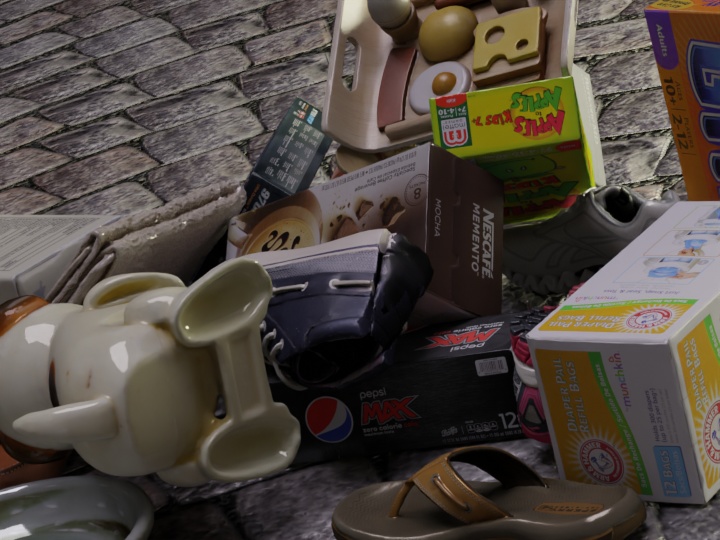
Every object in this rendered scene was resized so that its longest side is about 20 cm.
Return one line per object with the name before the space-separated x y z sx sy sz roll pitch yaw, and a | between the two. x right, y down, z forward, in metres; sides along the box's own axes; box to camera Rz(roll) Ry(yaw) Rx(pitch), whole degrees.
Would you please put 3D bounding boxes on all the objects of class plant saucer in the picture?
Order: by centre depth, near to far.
plant saucer | -0.219 0.193 1.583 0.199 0.051 0.200 -14 18 4

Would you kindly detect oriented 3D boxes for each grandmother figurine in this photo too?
grandmother figurine | -0.018 -0.042 1.966 0.121 0.061 0.200 -15 -20 -32

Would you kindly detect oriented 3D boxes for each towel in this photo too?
towel | -0.160 0.005 1.806 0.133 0.034 0.200 -52 -12 29

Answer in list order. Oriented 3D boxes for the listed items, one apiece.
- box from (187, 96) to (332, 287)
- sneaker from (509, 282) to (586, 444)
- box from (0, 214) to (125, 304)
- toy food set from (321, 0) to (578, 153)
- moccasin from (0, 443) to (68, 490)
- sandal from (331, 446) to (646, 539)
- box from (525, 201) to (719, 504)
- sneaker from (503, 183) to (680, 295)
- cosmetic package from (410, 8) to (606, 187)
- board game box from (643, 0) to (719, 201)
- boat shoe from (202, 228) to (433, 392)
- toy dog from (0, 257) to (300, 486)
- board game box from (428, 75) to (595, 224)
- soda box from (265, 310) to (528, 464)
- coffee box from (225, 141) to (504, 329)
box | -0.084 -0.033 1.982 0.046 0.159 0.200 30 21 -3
sneaker | 0.155 0.054 1.659 0.080 0.075 0.200 11 17 35
box | -0.280 0.027 2.020 0.199 0.110 0.128 2 25 42
toy food set | 0.069 -0.175 1.859 0.199 0.060 0.144 -14 50 27
moccasin | -0.235 0.106 1.803 0.073 0.078 0.201 -5 21 22
sandal | 0.074 0.133 1.512 0.199 0.054 0.080 -4 22 32
box | 0.201 0.047 1.563 0.101 0.113 0.200 1 25 37
sneaker | 0.171 -0.026 1.855 0.075 0.081 0.199 -31 22 -35
cosmetic package | 0.115 -0.121 1.988 0.090 0.108 0.200 -14 -15 26
board game box | 0.354 -0.121 1.784 0.199 0.201 0.200 -26 20 -30
boat shoe | -0.050 0.039 1.668 0.199 0.075 0.093 -20 34 36
toy dog | -0.163 0.079 1.639 0.193 0.140 0.199 -32 22 -35
board game box | 0.113 -0.081 1.834 0.101 0.048 0.200 -9 -14 7
soda box | 0.021 0.079 1.697 0.199 0.064 0.071 -8 20 20
coffee box | 0.000 0.000 1.772 0.199 0.114 0.080 -18 -32 40
